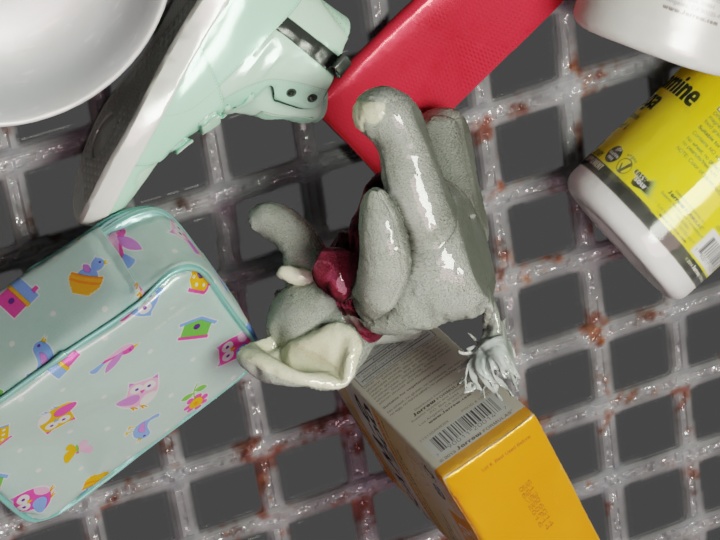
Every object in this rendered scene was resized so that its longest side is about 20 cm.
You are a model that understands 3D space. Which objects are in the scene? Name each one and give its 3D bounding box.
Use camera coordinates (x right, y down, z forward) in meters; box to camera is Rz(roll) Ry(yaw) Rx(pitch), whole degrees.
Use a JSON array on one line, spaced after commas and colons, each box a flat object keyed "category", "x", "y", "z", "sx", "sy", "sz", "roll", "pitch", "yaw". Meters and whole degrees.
[{"category": "dish drying mat", "x": 0.060, "y": -0.152, "z": 1.641, "sx": 0.200, "sy": 0.018, "sz": 0.077, "roll": -44, "pitch": 124, "yaw": 2}, {"category": "pill bottle", "x": 0.242, "y": -0.086, "z": 1.695, "sx": 0.200, "sy": 0.112, "sz": 0.112, "roll": -43, "pitch": 123, "yaw": 1}, {"category": "serving bowl", "x": -0.209, "y": -0.184, "z": 1.472, "sx": 0.199, "sy": 0.066, "sz": 0.201, "roll": -9, "pitch": 124, "yaw": -13}, {"category": "sneaker", "x": -0.085, "y": -0.093, "z": 1.568, "sx": 0.118, "sy": 0.074, "sz": 0.201, "roll": 31, "pitch": 97, "yaw": -25}, {"category": "plush elephant", "x": 0.000, "y": 0.000, "z": 1.589, "sx": 0.154, "sy": 0.165, "sz": 0.201, "roll": -17, "pitch": 90, "yaw": 16}, {"category": "supplement box", "x": 0.061, "y": 0.114, "z": 1.662, "sx": 0.073, "sy": 0.200, "sz": 0.126, "roll": -35, "pitch": 122, "yaw": -8}, {"category": "lunch bag", "x": -0.168, "y": 0.061, "z": 1.591, "sx": 0.200, "sy": 0.077, "sz": 0.160, "roll": -35, "pitch": 148, "yaw": 0}, {"category": "pill bottle", "x": 0.216, "y": -0.231, "z": 1.608, "sx": 0.114, "sy": 0.114, "sz": 0.201, "roll": 14, "pitch": 102, "yaw": -28}]
